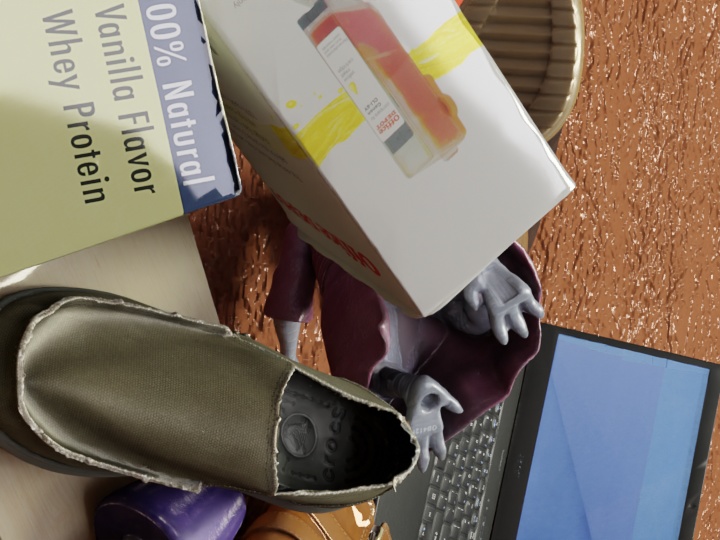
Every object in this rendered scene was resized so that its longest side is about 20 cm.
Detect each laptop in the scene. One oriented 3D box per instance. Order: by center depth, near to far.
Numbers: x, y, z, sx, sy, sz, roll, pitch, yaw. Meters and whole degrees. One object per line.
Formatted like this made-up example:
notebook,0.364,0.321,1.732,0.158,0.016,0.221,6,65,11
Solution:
laptop,0.107,0.108,1.153,0.200,0.103,0.177,30,69,-53

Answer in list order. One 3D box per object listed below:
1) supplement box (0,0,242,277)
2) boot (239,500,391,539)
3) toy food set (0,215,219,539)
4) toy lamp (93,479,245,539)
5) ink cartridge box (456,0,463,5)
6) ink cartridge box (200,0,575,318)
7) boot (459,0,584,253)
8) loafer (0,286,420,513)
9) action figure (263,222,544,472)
supplement box,-0.170,-0.096,0.625,0.200,0.134,0.200,-21,112,-24
boot,-0.050,0.144,0.958,0.155,0.074,0.200,-62,151,-29
toy food set,-0.128,0.040,0.843,0.144,0.060,0.200,-46,138,-36
toy lamp,-0.118,0.143,0.793,0.200,0.058,0.058,-44,129,-38
ink cartridge box,0.015,-0.145,1.033,0.200,0.050,0.109,-18,108,-52
ink cartridge box,-0.025,-0.095,0.776,0.083,0.145,0.200,-39,118,-7
boot,0.076,-0.087,1.064,0.166,0.072,0.200,-63,167,-66
loafer,-0.057,0.050,0.791,0.200,0.070,0.075,15,76,-37
action figure,0.000,0.000,0.940,0.134,0.200,0.149,-28,124,-4
